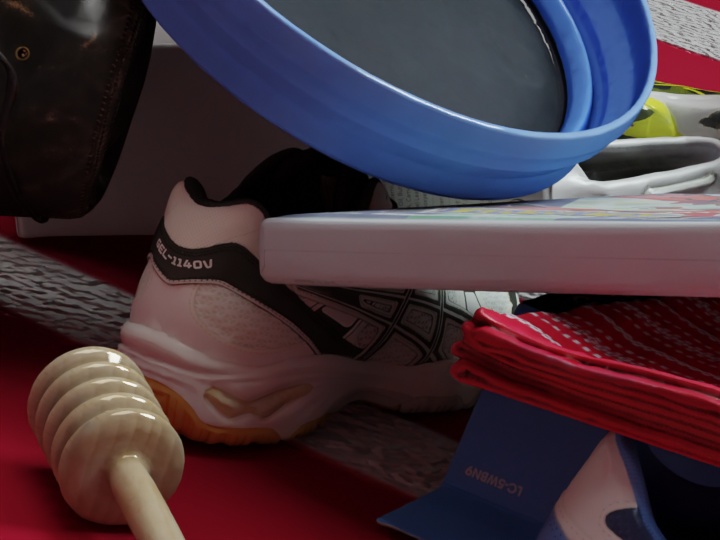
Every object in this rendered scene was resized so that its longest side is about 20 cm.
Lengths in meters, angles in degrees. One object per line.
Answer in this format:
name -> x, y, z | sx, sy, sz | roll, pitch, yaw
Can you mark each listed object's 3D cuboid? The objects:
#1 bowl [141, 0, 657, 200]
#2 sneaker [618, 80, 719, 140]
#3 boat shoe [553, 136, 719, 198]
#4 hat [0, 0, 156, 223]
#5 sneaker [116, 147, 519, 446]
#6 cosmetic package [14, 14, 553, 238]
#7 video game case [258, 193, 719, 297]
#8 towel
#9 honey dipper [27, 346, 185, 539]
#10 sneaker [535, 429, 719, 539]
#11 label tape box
bowl -> 0.004, -0.103, 0.916 | 0.200, 0.039, 0.201 | 24, 36, -19
sneaker -> 0.151, -0.053, 1.231 | 0.199, 0.075, 0.085 | 14, 14, -3
boat shoe -> 0.062, -0.034, 1.122 | 0.199, 0.066, 0.074 | 0, 21, -35
hat -> -0.106, -0.078, 0.910 | 0.081, 0.202, 0.201 | 2, 17, 1
sneaker -> 0.000, 0.000, 0.941 | 0.075, 0.088, 0.200 | 20, 17, 28
cosmetic package -> -0.027, -0.070, 1.049 | 0.199, 0.085, 0.108 | 0, 30, 4
video game case -> 0.101, -0.010, 0.842 | 0.199, 0.023, 0.182 | 1, 3, 44
towel -> 0.131, 0.031, 0.786 | 0.144, 0.023, 0.200 | 18, 13, 30
honey dipper -> -0.051, 0.080, 0.752 | 0.038, 0.038, 0.200 | 5, 23, -22
sneaker -> 0.138, 0.098, 0.739 | 0.199, 0.083, 0.074 | 14, 15, 1
label tape box -> 0.120, 0.055, 0.890 | 0.144, 0.064, 0.200 | 21, 19, 27
